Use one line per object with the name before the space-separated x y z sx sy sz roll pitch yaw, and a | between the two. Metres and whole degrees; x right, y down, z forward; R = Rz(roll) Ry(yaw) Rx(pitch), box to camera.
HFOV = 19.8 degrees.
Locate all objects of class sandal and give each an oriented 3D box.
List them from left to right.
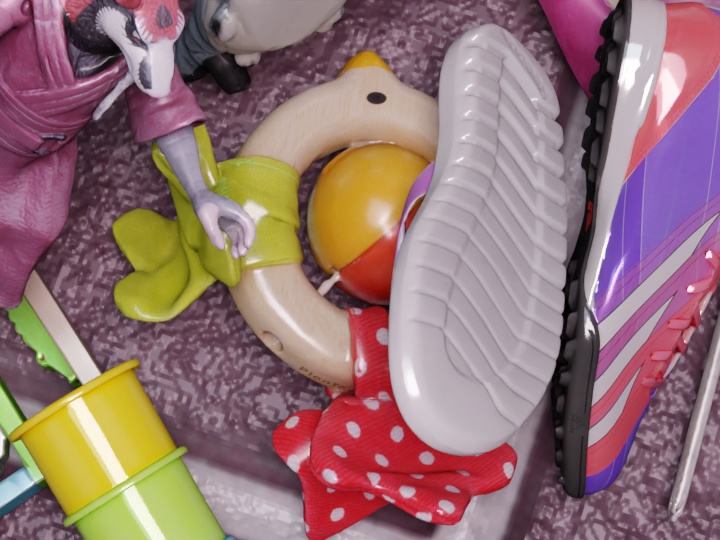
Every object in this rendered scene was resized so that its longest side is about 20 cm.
sandal | 0.040 -0.008 0.787 0.082 0.050 0.204 42 42 -26

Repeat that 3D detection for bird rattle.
bird rattle | 0.000 0.000 0.821 0.200 0.113 0.163 42 67 6

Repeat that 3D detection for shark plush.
shark plush | -0.029 -0.131 0.810 0.090 0.200 0.084 -6 63 -20

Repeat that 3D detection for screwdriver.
screwdriver | 0.156 0.004 0.836 0.029 0.028 0.202 3 74 37

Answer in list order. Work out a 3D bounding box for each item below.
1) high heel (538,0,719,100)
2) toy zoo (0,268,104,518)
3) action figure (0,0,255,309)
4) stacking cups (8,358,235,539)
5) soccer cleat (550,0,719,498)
high heel | 0.072 -0.125 0.870 0.199 0.067 0.096 35 122 18
toy zoo | -0.210 0.066 0.853 0.199 0.020 0.132 -34 80 -4
action figure | -0.116 -0.068 0.746 0.133 0.199 0.150 22 51 -34
stacking cups | -0.065 0.136 0.803 0.060 0.061 0.201 -29 87 -3
soccer cleat | 0.117 -0.004 0.804 0.072 0.068 0.202 8 102 -1
